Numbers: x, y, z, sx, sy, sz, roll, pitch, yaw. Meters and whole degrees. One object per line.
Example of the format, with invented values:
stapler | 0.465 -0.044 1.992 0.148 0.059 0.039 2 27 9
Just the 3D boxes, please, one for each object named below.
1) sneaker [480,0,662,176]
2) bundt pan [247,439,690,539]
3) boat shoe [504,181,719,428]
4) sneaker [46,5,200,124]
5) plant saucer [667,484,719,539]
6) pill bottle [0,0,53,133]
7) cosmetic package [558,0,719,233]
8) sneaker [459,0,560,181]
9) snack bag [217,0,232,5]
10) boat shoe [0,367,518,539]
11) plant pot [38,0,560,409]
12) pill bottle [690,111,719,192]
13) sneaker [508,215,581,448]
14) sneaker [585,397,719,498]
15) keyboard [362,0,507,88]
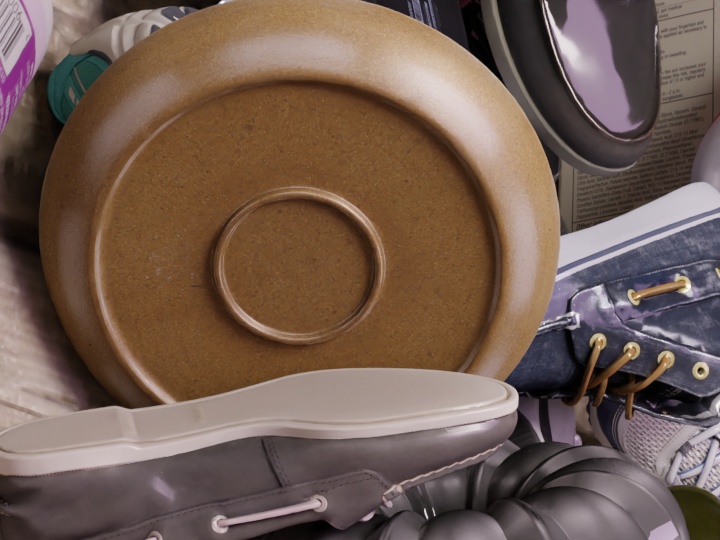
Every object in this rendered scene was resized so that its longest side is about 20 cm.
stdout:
sneaker | 0.107 -0.147 1.216 0.074 0.106 0.201 -5 79 -38
bundt pan | 0.037 0.116 1.104 0.202 0.201 0.076 -20 104 -55
boat shoe | 0.107 0.033 1.215 0.200 0.071 0.091 -25 68 -31
sneaker | -0.049 -0.019 1.129 0.200 0.079 0.078 56 40 -22
plant saucer | 0.125 0.190 1.173 0.031 0.200 0.201 16 64 -19
pill bottle | -0.185 -0.037 0.918 0.112 0.112 0.201 53 43 -31
cosmetic package | 0.159 -0.094 1.424 0.073 0.103 0.201 27 61 -49
sneaker | 0.065 -0.129 1.310 0.079 0.095 0.201 -33 108 -56
snack bag | -0.016 -0.114 1.172 0.201 0.021 0.188 63 20 11
boat shoe | -0.039 0.077 1.047 0.067 0.199 0.057 -103 -173 -73
plant pot | -0.023 -0.006 1.066 0.201 0.199 0.028 61 14 -23
pill bottle | 0.243 -0.078 1.346 0.120 0.119 0.200 63 38 -21
sneaker | 0.071 0.073 1.303 0.116 0.075 0.202 62 28 -54
sneaker | 0.186 0.103 1.348 0.200 0.077 0.085 37 15 -39
keyboard | 0.033 -0.094 1.210 0.127 0.021 0.201 37 32 -40
